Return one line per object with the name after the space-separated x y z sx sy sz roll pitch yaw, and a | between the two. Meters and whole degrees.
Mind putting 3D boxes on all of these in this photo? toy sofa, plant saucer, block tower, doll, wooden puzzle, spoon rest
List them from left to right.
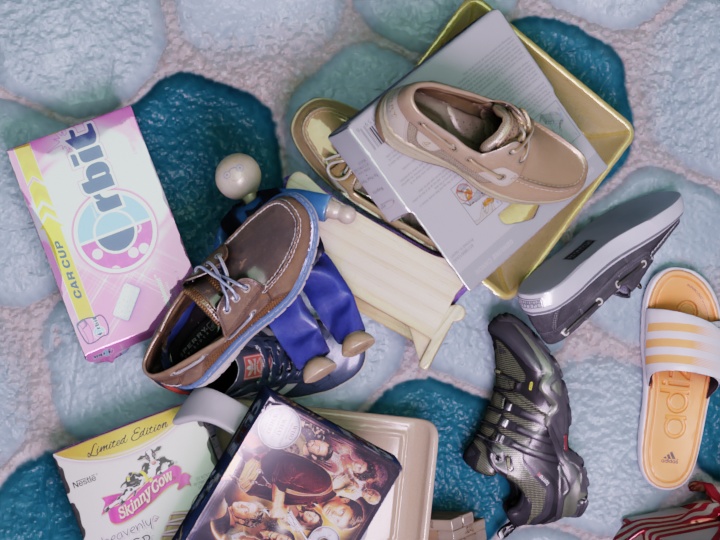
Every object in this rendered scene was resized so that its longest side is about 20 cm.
-0.068 0.174 1.539 0.200 0.061 0.100 42 59 -16 | spoon rest
-0.060 -0.012 1.519 0.136 0.048 0.201 -33 80 11 | doll
-0.036 0.215 1.611 0.199 0.037 0.186 6 90 5 | wooden puzzle
0.000 0.000 1.580 0.199 0.083 0.098 29 89 4 | toy sofa
0.089 0.317 1.625 0.054 0.058 0.201 -12 96 -52 | block tower
0.113 -0.109 1.634 0.200 0.048 0.200 38 86 -8 | plant saucer

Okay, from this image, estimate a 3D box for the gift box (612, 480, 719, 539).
0.333 0.292 1.612 0.199 0.184 0.188 -9 95 -15 | gift box

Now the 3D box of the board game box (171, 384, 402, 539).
-0.072 0.214 1.496 0.135 0.035 0.201 29 94 -19 | board game box

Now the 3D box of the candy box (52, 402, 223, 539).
-0.168 0.227 1.569 0.136 0.061 0.201 -21 87 -1 | candy box

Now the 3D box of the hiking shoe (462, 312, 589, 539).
0.138 0.141 1.629 0.100 0.076 0.201 -18 95 -12 | hiking shoe

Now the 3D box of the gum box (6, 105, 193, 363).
-0.217 -0.027 1.563 0.113 0.066 0.201 -21 90 -10 | gum box

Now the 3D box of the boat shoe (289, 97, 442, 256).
0.025 -0.077 1.563 0.201 0.063 0.073 44 84 -8 | boat shoe

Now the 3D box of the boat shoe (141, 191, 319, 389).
-0.107 0.022 1.472 0.072 0.072 0.200 41 109 20 | boat shoe

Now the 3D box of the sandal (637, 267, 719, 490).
0.301 0.102 1.664 0.079 0.059 0.208 3 91 -10 | sandal

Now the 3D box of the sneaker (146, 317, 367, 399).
-0.088 0.082 1.585 0.199 0.085 0.075 -5 92 -10 | sneaker

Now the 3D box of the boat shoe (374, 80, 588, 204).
0.111 -0.106 1.499 0.199 0.064 0.072 15 71 -23 | boat shoe

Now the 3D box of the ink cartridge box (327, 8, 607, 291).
0.096 -0.102 1.552 0.200 0.044 0.174 -40 98 -29 | ink cartridge box

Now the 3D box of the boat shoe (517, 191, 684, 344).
0.226 -0.001 1.631 0.200 0.070 0.067 -37 115 -31 | boat shoe
